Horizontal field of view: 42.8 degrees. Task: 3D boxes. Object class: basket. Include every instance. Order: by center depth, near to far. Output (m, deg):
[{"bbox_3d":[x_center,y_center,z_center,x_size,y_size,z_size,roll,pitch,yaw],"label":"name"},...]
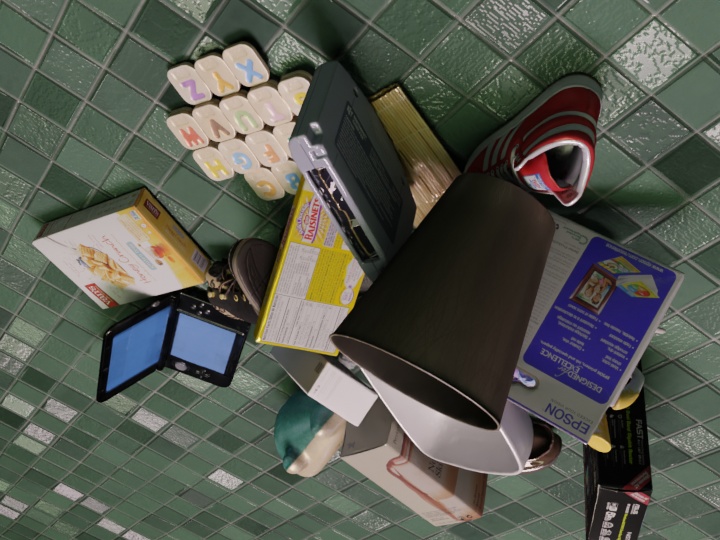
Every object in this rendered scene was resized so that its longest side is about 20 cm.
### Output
[{"bbox_3d":[0.096,0.021,0.876,0.179,0.201,0.136,27,164,14],"label":"basket"}]

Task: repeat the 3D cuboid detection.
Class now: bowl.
[{"bbox_3d":[0.102,0.133,1.053,0.201,0.075,0.199,55,153,-18],"label":"bowl"}]

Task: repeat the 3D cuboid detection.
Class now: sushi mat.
[{"bbox_3d":[0.058,-0.110,0.990,0.095,0.012,0.200,-16,129,34],"label":"sushi mat"}]

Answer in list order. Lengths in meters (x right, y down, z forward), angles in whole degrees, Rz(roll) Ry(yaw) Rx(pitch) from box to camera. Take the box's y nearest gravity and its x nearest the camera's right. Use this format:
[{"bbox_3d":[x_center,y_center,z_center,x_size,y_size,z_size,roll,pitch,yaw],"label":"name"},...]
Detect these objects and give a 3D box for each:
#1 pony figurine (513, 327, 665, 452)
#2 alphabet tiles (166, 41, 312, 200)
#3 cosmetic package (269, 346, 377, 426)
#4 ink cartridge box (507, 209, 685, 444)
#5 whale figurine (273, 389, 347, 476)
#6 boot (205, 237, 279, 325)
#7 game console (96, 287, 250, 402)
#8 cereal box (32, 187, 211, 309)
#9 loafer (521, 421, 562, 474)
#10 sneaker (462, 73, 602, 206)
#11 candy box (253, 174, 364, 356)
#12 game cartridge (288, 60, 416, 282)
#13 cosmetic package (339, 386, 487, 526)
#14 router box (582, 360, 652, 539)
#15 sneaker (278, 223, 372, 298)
[{"bbox_3d":[0.238,0.070,1.018,0.192,0.201,0.167,32,141,4],"label":"pony figurine"},{"bbox_3d":[-0.114,-0.152,0.993,0.198,0.015,0.196,-9,134,32],"label":"alphabet tiles"},{"bbox_3d":[-0.053,0.134,1.189,0.082,0.051,0.200,34,177,-20],"label":"cosmetic package"},{"bbox_3d":[0.192,0.047,0.932,0.197,0.201,0.043,29,166,25],"label":"ink cartridge box"},{"bbox_3d":[-0.065,0.211,1.298,0.104,0.159,0.200,40,159,8],"label":"whale figurine"},{"bbox_3d":[-0.133,0.019,1.119,0.149,0.074,0.200,16,160,38],"label":"boot"},{"bbox_3d":[-0.263,0.125,1.290,0.174,0.117,0.201,21,141,-4],"label":"game console"},{"bbox_3d":[-0.311,-0.023,1.199,0.198,0.040,0.144,-15,131,32],"label":"cereal box"},{"bbox_3d":[0.182,0.235,1.292,0.197,0.074,0.071,1,139,18],"label":"loafer"},{"bbox_3d":[0.156,-0.091,0.893,0.071,0.113,0.200,28,135,-14],"label":"sneaker"},{"bbox_3d":[-0.044,-0.005,1.023,0.101,0.026,0.202,13,108,-20],"label":"candy box"},{"bbox_3d":[-0.002,-0.098,0.911,0.040,0.134,0.201,-8,133,29],"label":"game cartridge"},{"bbox_3d":[0.076,0.244,1.215,0.087,0.104,0.200,-23,129,39],"label":"cosmetic package"},{"bbox_3d":[0.311,0.219,1.128,0.061,0.202,0.151,3,139,8],"label":"router box"},{"bbox_3d":[0.000,0.000,1.100,0.198,0.067,0.091,14,143,10],"label":"sneaker"}]
